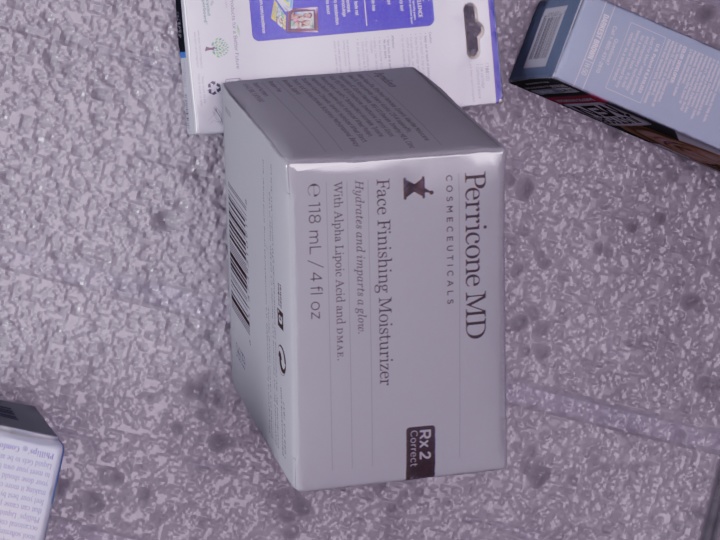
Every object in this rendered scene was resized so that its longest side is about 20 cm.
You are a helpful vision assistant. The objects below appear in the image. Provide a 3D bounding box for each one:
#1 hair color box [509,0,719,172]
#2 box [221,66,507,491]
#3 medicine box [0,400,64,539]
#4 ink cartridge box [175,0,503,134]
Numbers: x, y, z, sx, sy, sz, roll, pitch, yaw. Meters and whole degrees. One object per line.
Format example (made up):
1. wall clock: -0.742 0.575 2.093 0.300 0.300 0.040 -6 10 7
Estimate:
1. hair color box: 0.205 -0.109 1.728 0.199 0.099 0.061 21 88 -13
2. box: 0.000 0.000 1.619 0.130 0.200 0.200 -6 108 -13
3. medicine box: -0.250 0.176 1.597 0.103 0.182 0.201 12 90 -12
4. ink cartridge box: -0.014 -0.142 1.708 0.199 0.039 0.100 -5 94 -11
